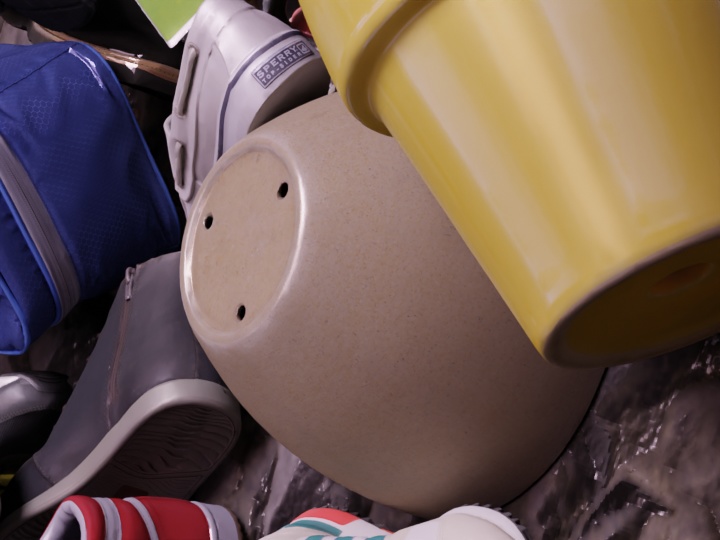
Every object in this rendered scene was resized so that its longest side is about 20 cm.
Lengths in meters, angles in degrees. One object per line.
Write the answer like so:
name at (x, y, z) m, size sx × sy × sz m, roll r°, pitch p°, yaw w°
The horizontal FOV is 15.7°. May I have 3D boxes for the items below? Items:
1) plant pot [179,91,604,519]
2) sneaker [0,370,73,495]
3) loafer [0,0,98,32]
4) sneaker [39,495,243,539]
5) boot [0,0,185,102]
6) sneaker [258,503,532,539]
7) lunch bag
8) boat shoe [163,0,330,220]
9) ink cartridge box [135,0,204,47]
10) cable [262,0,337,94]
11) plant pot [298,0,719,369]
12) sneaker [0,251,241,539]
plant pot at (0.000, 0.000, 1.148) m, size 0.200 × 0.134 × 0.201 m, roll -24°, pitch 58°, yaw 47°
sneaker at (-0.200, 0.138, 1.435) m, size 0.200 × 0.074 × 0.085 m, roll -59°, pitch 44°, yaw 36°
loafer at (-0.181, -0.178, 1.397) m, size 0.072 × 0.073 × 0.200 m, roll -57°, pitch 32°, yaw -5°
sneaker at (-0.118, 0.205, 1.252) m, size 0.071 × 0.112 × 0.201 m, roll -19°, pitch 64°, yaw 49°
boot at (-0.130, -0.179, 1.444) m, size 0.200 × 0.077 × 0.139 m, roll 34°, pitch 101°, yaw 52°
sneaker at (-0.001, 0.147, 1.114) m, size 0.199 × 0.093 × 0.071 m, roll -3°, pitch 108°, yaw 56°
lunch bag at (-0.210, -0.037, 1.404) m, size 0.200 × 0.132 × 0.136 m, roll 1°, pitch 120°, yaw 55°
boat shoe at (-0.063, -0.062, 1.243) m, size 0.066 × 0.072 × 0.200 m, roll 45°, pitch 160°, yaw 15°
ink cartridge box at (-0.076, -0.213, 1.347) m, size 0.148 × 0.076 × 0.200 m, roll -43°, pitch 55°, yaw 12°
cable at (0.033, -0.134, 1.196) m, size 0.200 × 0.097 × 0.050 m, roll -38°, pitch 16°, yaw 34°
plant pot at (0.094, -0.073, 1.011) m, size 0.201 × 0.200 × 0.190 m, roll -38°, pitch 64°, yaw 40°
sneaker at (-0.129, 0.083, 1.359) m, size 0.200 × 0.075 × 0.107 m, roll -41°, pitch 38°, yaw 34°
